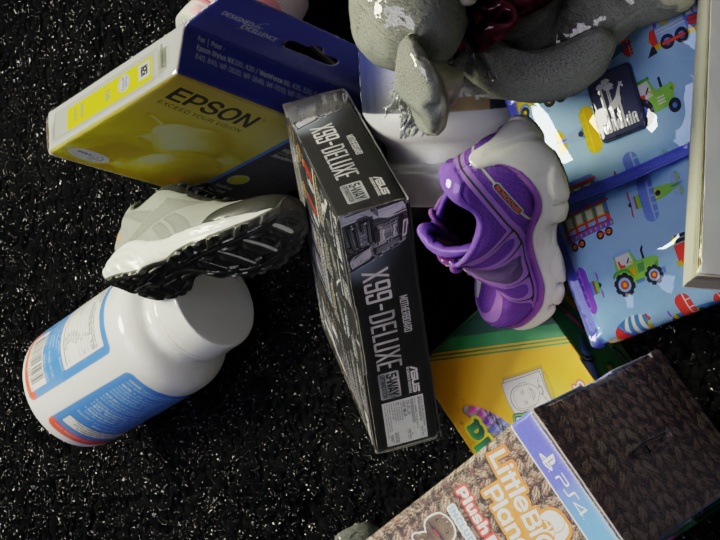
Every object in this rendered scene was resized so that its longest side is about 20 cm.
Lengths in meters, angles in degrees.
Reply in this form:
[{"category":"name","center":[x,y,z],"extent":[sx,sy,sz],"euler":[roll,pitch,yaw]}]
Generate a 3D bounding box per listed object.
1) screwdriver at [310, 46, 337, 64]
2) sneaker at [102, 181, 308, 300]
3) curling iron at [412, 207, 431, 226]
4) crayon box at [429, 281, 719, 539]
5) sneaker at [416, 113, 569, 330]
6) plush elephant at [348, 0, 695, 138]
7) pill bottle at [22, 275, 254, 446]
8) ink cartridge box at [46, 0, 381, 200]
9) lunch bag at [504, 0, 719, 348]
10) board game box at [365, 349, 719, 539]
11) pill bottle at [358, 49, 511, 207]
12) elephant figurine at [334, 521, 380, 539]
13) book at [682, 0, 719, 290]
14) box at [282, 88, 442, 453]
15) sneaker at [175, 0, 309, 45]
[{"category":"screwdriver","center":[-0.073,-0.208,1.180],"extent":[0.200,0.029,0.028],"euler":[40,121,16]},{"category":"sneaker","center":[-0.116,-0.033,1.100],"extent":[0.200,0.074,0.079],"euler":[-12,66,44]},{"category":"curling iron","center":[0.065,-0.041,1.087],"extent":[0.200,0.050,0.026],"euler":[15,65,40]},{"category":"crayon box","center":[0.142,0.109,1.040],"extent":[0.119,0.058,0.200],"euler":[-45,71,35]},{"category":"sneaker","center":[0.075,-0.023,0.931],"extent":[0.200,0.083,0.081],"euler":[78,169,-59]},{"category":"plush elephant","center":[0.057,-0.159,0.872],"extent":[0.200,0.155,0.165],"euler":[-44,71,19]},{"category":"pill bottle","center":[-0.181,0.063,1.255],"extent":[0.200,0.112,0.112],"euler":[-30,80,38]},{"category":"ink cartridge box","center":[-0.085,-0.111,1.090],"extent":[0.200,0.197,0.047],"euler":[-22,63,40]},{"category":"lunch bag","center":[0.185,-0.075,0.940],"extent":[0.150,0.094,0.200],"euler":[-26,86,36]},{"category":"board game box","center":[0.108,0.156,0.936],"extent":[0.200,0.159,0.097],"euler":[-44,73,36]},{"category":"pill bottle","center":[0.056,-0.146,1.022],"extent":[0.116,0.116,0.200],"euler":[3,101,38]},{"category":"elephant figurine","center":[-0.023,0.276,1.112],"extent":[0.142,0.200,0.155],"euler":[45,123,23]},{"category":"book","center":[0.254,-0.087,0.848],"extent":[0.133,0.048,0.200],"euler":[4,80,1]},{"category":"box","center":[0.000,0.000,1.043],"extent":[0.158,0.050,0.200],"euler":[-116,13,-54]},{"category":"sneaker","center":[-0.088,-0.174,1.151],"extent":[0.075,0.105,0.200],"euler":[39,162,4]}]
